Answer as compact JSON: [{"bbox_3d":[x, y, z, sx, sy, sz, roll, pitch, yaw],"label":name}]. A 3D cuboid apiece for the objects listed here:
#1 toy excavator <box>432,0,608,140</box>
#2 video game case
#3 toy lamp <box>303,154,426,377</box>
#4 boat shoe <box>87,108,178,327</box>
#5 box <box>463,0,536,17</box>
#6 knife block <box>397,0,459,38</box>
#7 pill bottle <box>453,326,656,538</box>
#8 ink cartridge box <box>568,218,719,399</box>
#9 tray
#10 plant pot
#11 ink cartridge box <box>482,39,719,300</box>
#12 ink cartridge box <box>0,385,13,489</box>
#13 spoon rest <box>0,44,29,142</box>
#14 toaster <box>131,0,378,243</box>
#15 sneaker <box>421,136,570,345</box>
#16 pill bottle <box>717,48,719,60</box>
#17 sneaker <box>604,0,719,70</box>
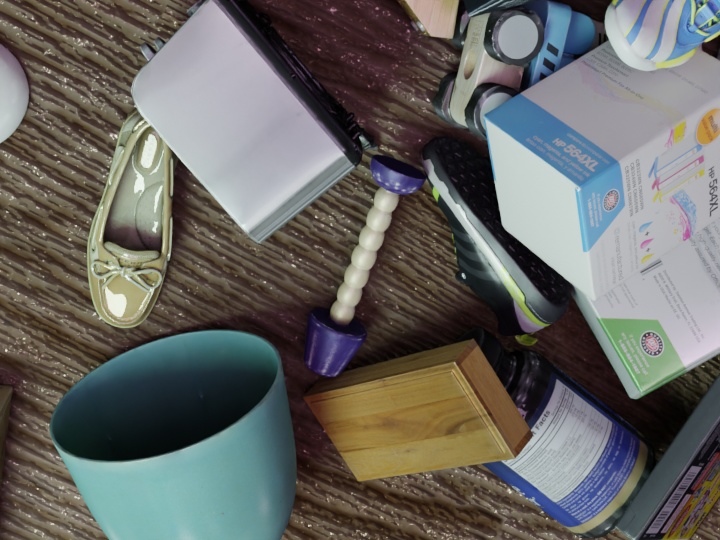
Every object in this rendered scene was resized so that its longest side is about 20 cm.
[{"bbox_3d":[0.183,-0.192,1.124,0.199,0.100,0.195,10,101,-21],"label":"toy excavator"},{"bbox_3d":[0.318,0.157,1.170,0.025,0.181,0.200,36,99,29],"label":"video game case"},{"bbox_3d":[0.000,0.000,1.149,0.058,0.058,0.201,20,107,-9],"label":"toy lamp"},{"bbox_3d":[-0.194,-0.041,1.123,0.073,0.063,0.201,14,106,-9],"label":"boat shoe"},{"bbox_3d":[0.162,-0.323,1.004,0.196,0.124,0.201,-17,92,-22],"label":"box"},{"bbox_3d":[0.071,-0.320,1.090,0.175,0.064,0.200,-37,102,4],"label":"knife block"},{"bbox_3d":[0.159,0.143,1.173,0.200,0.112,0.112,38,97,-11],"label":"pill bottle"},{"bbox_3d":[0.294,0.002,1.145,0.199,0.084,0.147,-28,79,1],"label":"ink cartridge box"},{"bbox_3d":[0.045,0.126,1.130,0.037,0.200,0.099,-44,107,-40],"label":"tray"},{"bbox_3d":[-0.144,0.170,1.117,0.200,0.201,0.162,-15,116,-2],"label":"plant pot"},{"bbox_3d":[0.222,-0.099,1.062,0.200,0.125,0.129,-32,135,-14],"label":"ink cartridge box"},{"bbox_3d":[-0.404,0.195,1.154,0.164,0.075,0.201,7,102,-8],"label":"ink cartridge box"},{"bbox_3d":[-0.372,-0.118,1.106,0.200,0.061,0.099,-43,104,-9],"label":"spoon rest"},{"bbox_3d":[-0.085,-0.128,1.061,0.119,0.181,0.200,-40,102,7],"label":"toaster"},{"bbox_3d":[0.102,-0.021,1.153,0.083,0.072,0.200,-36,85,41],"label":"sneaker"},{"bbox_3d":[0.418,-0.163,1.129,0.199,0.114,0.115,19,100,-9],"label":"pill bottle"},{"bbox_3d":[0.274,-0.220,0.994,0.200,0.105,0.076,-31,89,-36],"label":"sneaker"}]
